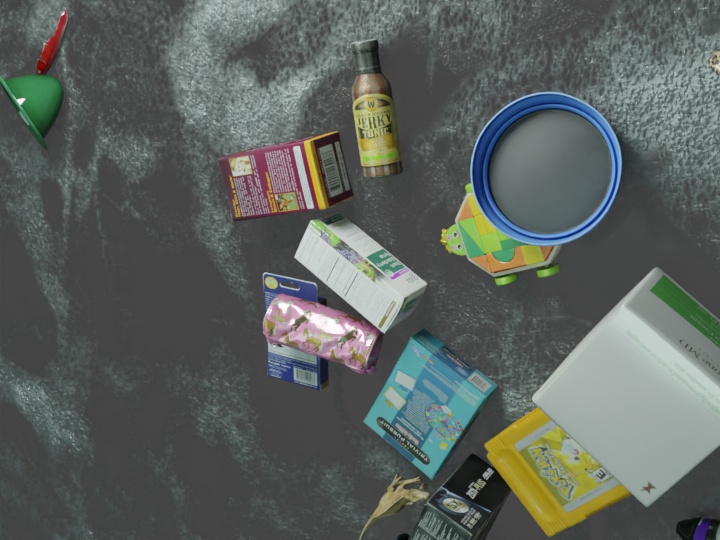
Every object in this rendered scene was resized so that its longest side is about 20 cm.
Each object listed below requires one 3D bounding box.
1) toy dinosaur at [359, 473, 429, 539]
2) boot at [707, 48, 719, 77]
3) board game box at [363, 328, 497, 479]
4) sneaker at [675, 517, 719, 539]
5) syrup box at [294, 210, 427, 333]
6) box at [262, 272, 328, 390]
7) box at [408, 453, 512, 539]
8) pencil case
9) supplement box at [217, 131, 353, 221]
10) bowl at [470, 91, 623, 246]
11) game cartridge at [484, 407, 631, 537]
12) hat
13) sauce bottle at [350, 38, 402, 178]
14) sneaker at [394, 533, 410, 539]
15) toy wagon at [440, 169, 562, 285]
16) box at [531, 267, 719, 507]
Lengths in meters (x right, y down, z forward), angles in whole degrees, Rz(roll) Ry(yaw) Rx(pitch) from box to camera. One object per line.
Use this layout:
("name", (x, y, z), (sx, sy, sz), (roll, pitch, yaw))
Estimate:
("toy dinosaur", (0.051, 0.397, 1.467), (0.058, 0.101, 0.200), (50, 127, 9))
("boot", (0.499, -0.233, 0.947), (0.200, 0.073, 0.151), (48, 126, 16))
("board game box", (0.109, 0.217, 1.395), (0.151, 0.047, 0.201), (38, 124, 17))
("sneaker", (0.487, 0.436, 1.210), (0.099, 0.069, 0.201), (-2, 102, 42))
("syrup box", (0.000, 0.000, 1.371), (0.200, 0.079, 0.082), (39, 124, 17))
("box", (-0.113, 0.103, 1.516), (0.121, 0.032, 0.201), (12, 114, 30))
("box", (0.144, 0.420, 1.373), (0.086, 0.164, 0.201), (32, 123, 21))
("pencil case", (-0.059, 0.106, 1.422), (0.199, 0.083, 0.087), (16, 112, 11))
("supplement box", (-0.123, -0.151, 1.396), (0.199, 0.086, 0.111), (-4, 105, 35))
("bowl", (0.247, -0.133, 1.144), (0.200, 0.039, 0.202), (0, 91, 24))
("game cartridge", (0.303, 0.292, 1.300), (0.177, 0.032, 0.200), (52, 126, 8))
("hat", (-0.594, -0.359, 1.688), (0.166, 0.176, 0.200), (54, 165, 4))
("sauce bottle", (0.019, -0.239, 1.280), (0.064, 0.065, 0.201), (-1, 107, 35))
("sneaker", (0.127, 0.528, 1.480), (0.199, 0.078, 0.090), (28, 117, 23))
("toy wagon", (0.197, -0.056, 1.240), (0.199, 0.040, 0.156), (-14, 98, 37))
("box", (0.374, 0.145, 1.108), (0.199, 0.171, 0.200), (43, 126, 14))
